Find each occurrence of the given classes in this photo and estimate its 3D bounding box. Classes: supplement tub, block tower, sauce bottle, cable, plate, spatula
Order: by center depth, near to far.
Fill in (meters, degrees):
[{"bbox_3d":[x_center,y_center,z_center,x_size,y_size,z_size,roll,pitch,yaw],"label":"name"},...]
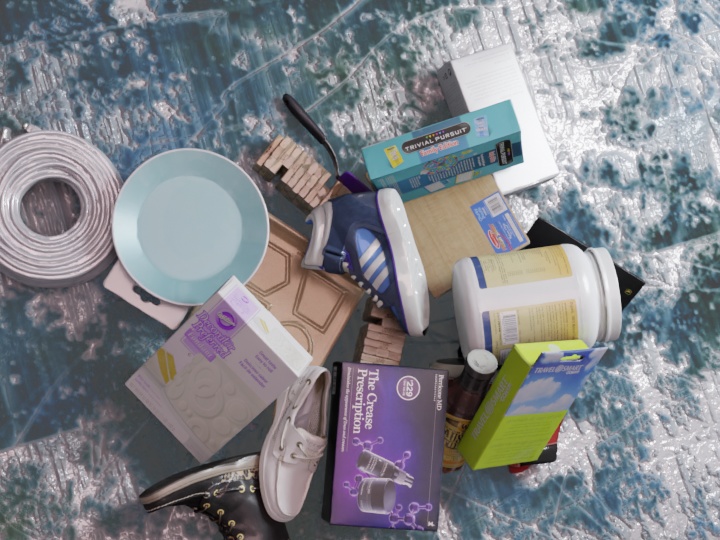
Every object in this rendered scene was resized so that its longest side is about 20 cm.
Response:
[{"bbox_3d":[-0.215,-0.054,1.640,0.199,0.026,0.202,2,82,-13],"label":"plate"},{"bbox_3d":[-0.392,-0.079,1.648,0.199,0.069,0.201,20,77,-10],"label":"cable"},{"bbox_3d":[0.130,0.180,1.670,0.065,0.201,0.066,6,45,-7],"label":"sauce bottle"},{"bbox_3d":[0.226,0.044,1.681,0.198,0.144,0.146,-7,83,-2],"label":"supplement tub"},{"bbox_3d":[0.017,0.136,1.715,0.057,0.054,0.201,14,78,-10],"label":"block tower"},{"bbox_3d":[-0.051,-0.097,1.743,0.200,0.054,0.058,39,75,-5],"label":"block tower"},{"bbox_3d":[-0.045,-0.160,1.763,0.020,0.057,0.201,-31,82,-30],"label":"spatula"}]

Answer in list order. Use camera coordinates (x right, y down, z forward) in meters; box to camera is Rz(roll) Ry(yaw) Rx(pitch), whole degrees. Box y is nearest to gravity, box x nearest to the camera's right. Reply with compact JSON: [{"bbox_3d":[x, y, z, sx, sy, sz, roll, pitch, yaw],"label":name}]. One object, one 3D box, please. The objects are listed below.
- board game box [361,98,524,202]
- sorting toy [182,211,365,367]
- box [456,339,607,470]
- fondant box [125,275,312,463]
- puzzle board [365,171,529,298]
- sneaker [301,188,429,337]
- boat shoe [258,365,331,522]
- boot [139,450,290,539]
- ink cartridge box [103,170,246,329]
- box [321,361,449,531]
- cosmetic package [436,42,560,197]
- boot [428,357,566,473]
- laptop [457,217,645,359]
[{"bbox_3d":[0.111,-0.150,1.691,0.199,0.151,0.047,-18,77,5],"label":"board game box"},{"bbox_3d":[-0.112,0.049,1.718,0.184,0.036,0.201,32,80,-7],"label":"sorting toy"},{"bbox_3d":[0.213,0.160,1.621,0.121,0.201,0.048,-2,40,-37],"label":"box"},{"bbox_3d":[-0.178,0.125,1.614,0.144,0.058,0.200,46,117,-3],"label":"fondant box"},{"bbox_3d":[0.117,-0.084,1.765,0.150,0.017,0.201,-30,78,3],"label":"puzzle board"},{"bbox_3d":[0.000,0.000,1.681,0.145,0.081,0.201,-13,96,18],"label":"sneaker"},{"bbox_3d":[-0.076,0.216,1.636,0.071,0.069,0.202,20,71,-41],"label":"boat shoe"},{"bbox_3d":[-0.171,0.315,1.623,0.199,0.073,0.152,-11,87,-40],"label":"boot"},{"bbox_3d":[-0.237,-0.031,1.679,0.116,0.068,0.201,33,75,-7],"label":"ink cartridge box"},{"bbox_3d":[0.031,0.219,1.631,0.140,0.079,0.202,5,85,-11],"label":"box"},{"bbox_3d":[0.191,-0.205,1.811,0.101,0.074,0.201,-18,88,-15],"label":"cosmetic package"},{"bbox_3d":[0.179,0.197,1.740,0.199,0.072,0.145,11,98,-9],"label":"boot"},{"bbox_3d":[0.258,0.065,1.764,0.177,0.200,0.103,30,31,-8],"label":"laptop"}]
